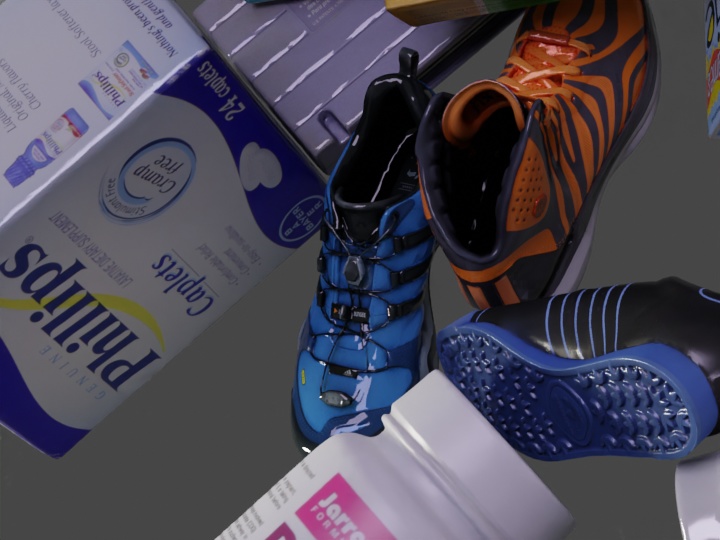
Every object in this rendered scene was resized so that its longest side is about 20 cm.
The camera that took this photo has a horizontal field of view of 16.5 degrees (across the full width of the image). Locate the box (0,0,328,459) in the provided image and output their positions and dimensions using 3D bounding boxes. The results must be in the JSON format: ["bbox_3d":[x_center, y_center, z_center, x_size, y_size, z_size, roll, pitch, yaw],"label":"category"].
[{"bbox_3d":[-0.137,-0.032,1.199,0.200,0.184,0.105,-41,59,0],"label":"box"}]

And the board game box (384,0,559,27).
[{"bbox_3d":[0.079,-0.227,1.171,0.153,0.040,0.201,-9,80,22],"label":"board game box"}]

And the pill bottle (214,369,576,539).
[{"bbox_3d":[-0.009,0.145,1.101,0.200,0.113,0.113,-43,58,-2],"label":"pill bottle"}]

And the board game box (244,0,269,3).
[{"bbox_3d":[0.031,-0.223,1.263,0.200,0.047,0.151,-6,61,20],"label":"board game box"}]

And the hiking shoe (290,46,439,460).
[{"bbox_3d":[0.000,0.000,1.182,0.074,0.087,0.200,4,67,26],"label":"hiking shoe"}]

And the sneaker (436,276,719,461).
[{"bbox_3d":[0.114,0.040,1.106,0.078,0.070,0.200,-30,18,-26],"label":"sneaker"}]

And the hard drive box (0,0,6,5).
[{"bbox_3d":[-0.226,-0.118,1.266,0.156,0.200,0.077,-26,59,8],"label":"hard drive box"}]

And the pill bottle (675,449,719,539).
[{"bbox_3d":[0.236,0.092,1.029,0.200,0.109,0.109,-16,61,15],"label":"pill bottle"}]

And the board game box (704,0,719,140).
[{"bbox_3d":[0.219,-0.166,1.144,0.105,0.103,0.200,6,64,-8],"label":"board game box"}]

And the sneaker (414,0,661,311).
[{"bbox_3d":[0.085,-0.080,1.172,0.077,0.112,0.200,5,68,24],"label":"sneaker"}]

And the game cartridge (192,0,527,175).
[{"bbox_3d":[0.023,-0.155,1.281,0.200,0.038,0.130,-40,53,0],"label":"game cartridge"}]
